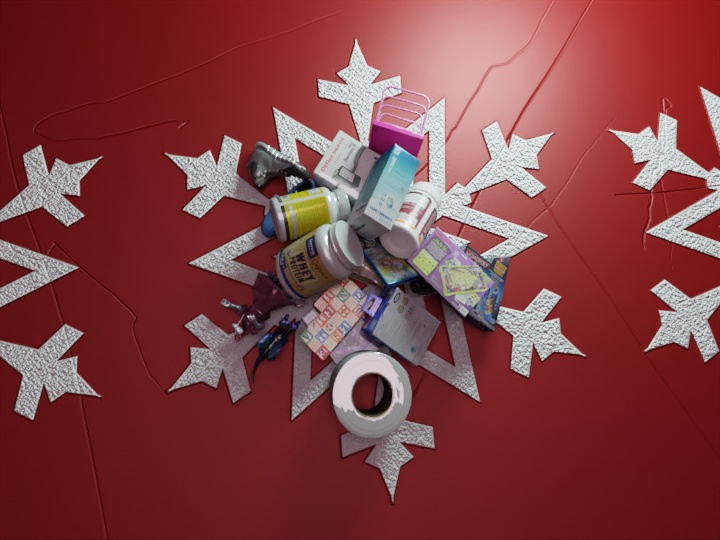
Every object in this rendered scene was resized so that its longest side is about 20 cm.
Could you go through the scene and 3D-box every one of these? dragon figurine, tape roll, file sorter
[{"bbox_3d":[-0.232,0.196,1.453,0.059,0.100,0.201,41,80,5],"label":"dragon figurine"},{"bbox_3d":[0.021,0.306,1.419,0.197,0.139,0.209,1,85,-6],"label":"tape roll"},{"bbox_3d":[0.103,-0.383,1.532,0.136,0.200,0.128,16,76,0],"label":"file sorter"}]

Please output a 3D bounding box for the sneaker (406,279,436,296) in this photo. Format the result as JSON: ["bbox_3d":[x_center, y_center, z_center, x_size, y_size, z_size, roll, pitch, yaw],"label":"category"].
[{"bbox_3d":[0.225,0.030,1.516,0.194,0.091,0.068,-7,81,-5],"label":"sneaker"}]

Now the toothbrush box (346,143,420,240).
[{"bbox_3d":[0.055,-0.193,1.424,0.084,0.146,0.204,29,73,-14],"label":"toothbrush box"}]

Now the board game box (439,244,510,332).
[{"bbox_3d":[0.310,0.026,1.495,0.198,0.061,0.203,33,76,-27],"label":"board game box"}]

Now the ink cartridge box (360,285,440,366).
[{"bbox_3d":[0.094,0.133,1.459,0.199,0.076,0.138,37,77,-25],"label":"ink cartridge box"}]

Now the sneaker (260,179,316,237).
[{"bbox_3d":[-0.198,-0.175,1.536,0.066,0.078,0.200,45,82,3],"label":"sneaker"}]

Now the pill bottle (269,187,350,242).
[{"bbox_3d":[-0.130,-0.151,1.469,0.195,0.112,0.115,-15,80,-14],"label":"pill bottle"}]

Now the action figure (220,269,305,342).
[{"bbox_3d":[-0.268,0.104,1.487,0.202,0.148,0.134,-53,52,6],"label":"action figure"}]

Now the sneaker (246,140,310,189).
[{"bbox_3d":[-0.233,-0.263,1.548,0.198,0.075,0.117,32,88,24],"label":"sneaker"}]

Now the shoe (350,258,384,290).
[{"bbox_3d":[0.000,0.000,1.518,0.196,0.070,0.054,24,71,-1],"label":"shoe"}]

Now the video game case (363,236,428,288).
[{"bbox_3d":[0.123,-0.029,1.494,0.196,0.018,0.144,-16,45,-23],"label":"video game case"}]

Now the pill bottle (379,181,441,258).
[{"bbox_3d":[0.138,-0.138,1.500,0.113,0.115,0.201,32,53,3],"label":"pill bottle"}]

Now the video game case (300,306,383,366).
[{"bbox_3d":[-0.046,0.162,1.513,0.142,0.019,0.201,-38,85,-9],"label":"video game case"}]

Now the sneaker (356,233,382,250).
[{"bbox_3d":[0.000,-0.085,1.532,0.194,0.075,0.083,-6,80,-5],"label":"sneaker"}]

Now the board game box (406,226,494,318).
[{"bbox_3d":[0.223,0.005,1.406,0.200,0.032,0.120,44,84,5],"label":"board game box"}]

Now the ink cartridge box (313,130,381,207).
[{"bbox_3d":[-0.014,-0.263,1.559,0.197,0.084,0.147,31,79,3],"label":"ink cartridge box"}]

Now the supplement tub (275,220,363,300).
[{"bbox_3d":[-0.103,-0.027,1.433,0.197,0.144,0.147,-27,80,25],"label":"supplement tub"}]

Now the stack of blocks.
[{"bbox_3d":[-0.073,0.122,1.479,0.115,0.059,0.201,41,80,4],"label":"stack of blocks"}]
